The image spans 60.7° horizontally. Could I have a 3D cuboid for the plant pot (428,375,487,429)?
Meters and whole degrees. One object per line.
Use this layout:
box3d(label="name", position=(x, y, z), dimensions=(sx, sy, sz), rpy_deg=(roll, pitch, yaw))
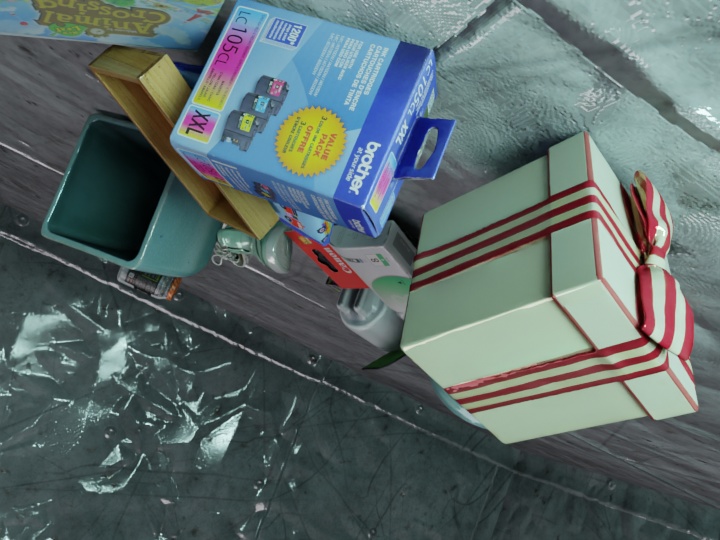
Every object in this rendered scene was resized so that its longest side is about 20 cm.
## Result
box3d(label="plant pot", position=(0.207, 0.110, 0.888), dimensions=(0.200, 0.200, 0.134), rpy_deg=(21, 139, 10))

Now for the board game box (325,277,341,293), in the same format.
box3d(label="board game box", position=(0.033, 0.067, 1.297), dimensions=(0.120, 0.032, 0.200), rpy_deg=(1, 154, 48))

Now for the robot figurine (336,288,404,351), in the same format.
box3d(label="robot figurine", position=(0.040, 0.082, 1.154), dimensions=(0.169, 0.113, 0.200), rpy_deg=(10, 160, 40))

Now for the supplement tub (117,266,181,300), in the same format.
box3d(label="supplement tub", position=(-0.752, 0.024, 2.204), dimensions=(0.200, 0.123, 0.123), rpy_deg=(26, 166, -9))

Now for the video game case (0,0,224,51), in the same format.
box3d(label="video game case", position=(-0.197, -0.206, 0.436), dimensions=(0.200, 0.022, 0.182), rpy_deg=(-4, 178, -26))

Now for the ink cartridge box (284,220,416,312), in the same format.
box3d(label="ink cartridge box", position=(0.000, 0.000, 0.876), dimensions=(0.200, 0.050, 0.161), rpy_deg=(-4, 143, 38))

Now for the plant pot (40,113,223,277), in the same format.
box3d(label="plant pot", position=(-0.316, -0.094, 0.950), dimensions=(0.195, 0.197, 0.200), rpy_deg=(17, 173, 23))

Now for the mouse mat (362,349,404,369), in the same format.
box3d(label="mouse mat", position=(0.102, 0.141, 1.176), dimensions=(0.008, 0.200, 0.161), rpy_deg=(63, 165, 3))

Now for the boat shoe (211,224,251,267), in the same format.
box3d(label="boat shoe", position=(-0.260, -0.048, 1.215), dimensions=(0.074, 0.086, 0.202), rpy_deg=(22, 166, 6))

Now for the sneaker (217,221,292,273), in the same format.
box3d(label="sneaker", position=(-0.169, -0.038, 0.964), dimensions=(0.118, 0.074, 0.200), rpy_deg=(-1, -170, -4))

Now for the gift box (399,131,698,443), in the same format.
box3d(label="gift box", position=(0.170, 0.022, 0.509), dimensions=(0.187, 0.185, 0.200), rpy_deg=(-25, 130, 36))

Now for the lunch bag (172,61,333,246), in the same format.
box3d(label="lunch bag", position=(-0.114, -0.127, 0.638), dimensions=(0.200, 0.094, 0.151), rpy_deg=(21, 156, 15))

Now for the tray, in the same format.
box3d(label="tray", position=(-0.163, -0.119, 0.593), dimensions=(0.099, 0.037, 0.200), rpy_deg=(25, 156, 39))

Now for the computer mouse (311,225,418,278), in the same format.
box3d(label="computer mouse", position=(0.000, -0.043, 0.906), dimensions=(0.138, 0.053, 0.200), rpy_deg=(31, 152, -19))

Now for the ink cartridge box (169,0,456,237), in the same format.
box3d(label="ink cartridge box", position=(-0.026, -0.116, 0.486), dimensions=(0.200, 0.137, 0.076), rpy_deg=(20, 171, 13))
